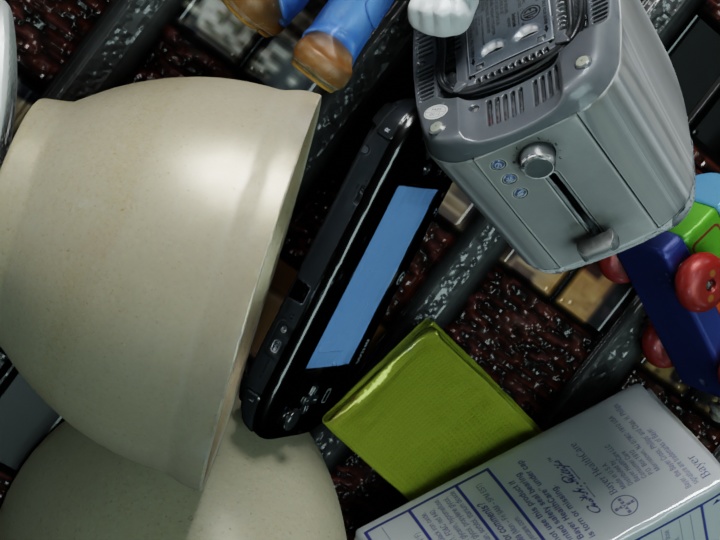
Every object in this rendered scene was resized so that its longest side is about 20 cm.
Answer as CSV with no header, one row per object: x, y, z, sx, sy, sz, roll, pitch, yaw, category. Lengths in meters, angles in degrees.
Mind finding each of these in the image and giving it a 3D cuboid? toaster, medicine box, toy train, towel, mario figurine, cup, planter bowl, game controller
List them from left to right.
-0.111,-0.008,0.962,0.134,0.200,0.201,16,107,0,planter bowl
-0.086,0.176,1.066,0.200,0.143,0.201,-9,115,-19,cup
0.000,0.000,1.060,0.104,0.042,0.200,9,111,-61,game controller
0.015,-0.190,0.969,0.123,0.106,0.200,35,98,-29,mario figurine
0.063,0.110,1.154,0.086,0.018,0.200,-45,131,0,towel
0.100,-0.095,1.015,0.113,0.200,0.129,-23,130,19,toaster
0.120,0.198,1.165,0.200,0.103,0.182,-25,129,-11,medicine box
0.233,0.027,1.176,0.116,0.085,0.200,-42,122,-17,toy train

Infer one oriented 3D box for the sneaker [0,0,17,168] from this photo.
-0.234,-0.043,0.950,0.118,0.074,0.201,14,93,-5,sneaker
